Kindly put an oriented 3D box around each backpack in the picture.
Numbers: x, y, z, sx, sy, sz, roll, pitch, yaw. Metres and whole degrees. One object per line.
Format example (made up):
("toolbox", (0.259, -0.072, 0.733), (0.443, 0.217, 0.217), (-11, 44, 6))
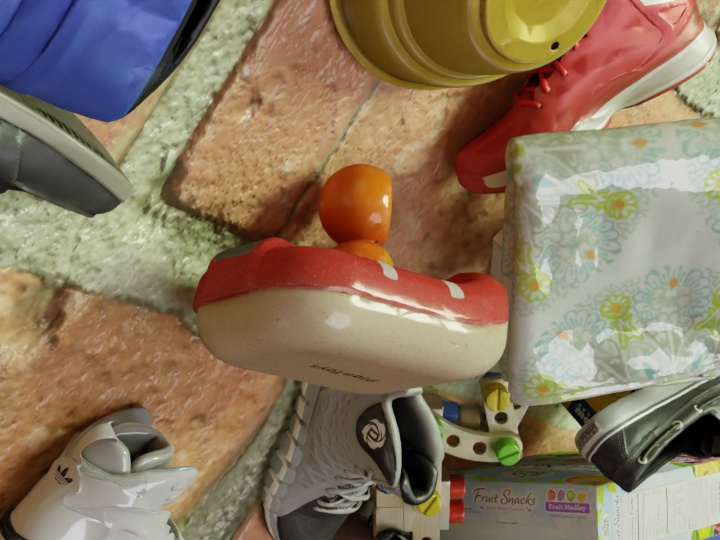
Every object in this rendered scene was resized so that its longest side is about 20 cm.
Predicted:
("backpack", (-0.127, -0.178, 0.699), (0.167, 0.163, 0.201), (19, 109, -23))

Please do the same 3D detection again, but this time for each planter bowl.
("planter bowl", (0.086, -0.177, 0.971), (0.199, 0.083, 0.202), (-19, 130, -24))

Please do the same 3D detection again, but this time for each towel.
("towel", (0.178, -0.005, 1.121), (0.170, 0.048, 0.201), (-8, 122, -11))

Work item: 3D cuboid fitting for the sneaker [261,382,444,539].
("sneaker", (-0.002, 0.143, 1.162), (0.075, 0.115, 0.201), (-17, 133, -38))

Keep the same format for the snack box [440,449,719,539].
("snack box", (0.175, 0.186, 1.349), (0.199, 0.168, 0.068), (-4, 91, -50))

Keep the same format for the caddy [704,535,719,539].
("caddy", (0.261, 0.265, 1.511), (0.105, 0.199, 0.142), (-47, 150, -35))

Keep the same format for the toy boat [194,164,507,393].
("toy boat", (0.000, 0.000, 1.032), (0.199, 0.130, 0.132), (15, 71, -38))

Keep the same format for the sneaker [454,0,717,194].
("sneaker", (0.130, -0.145, 1.112), (0.199, 0.078, 0.116), (-35, 118, -8))

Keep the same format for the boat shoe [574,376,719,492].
("boat shoe", (0.245, 0.109, 1.231), (0.199, 0.066, 0.070), (-16, 147, -39))

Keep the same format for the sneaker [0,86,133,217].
("sneaker", (-0.205, -0.053, 0.804), (0.106, 0.075, 0.200), (-51, 137, 8))

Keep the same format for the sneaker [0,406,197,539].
("sneaker", (-0.133, 0.158, 1.061), (0.115, 0.075, 0.200), (-53, 142, 8))

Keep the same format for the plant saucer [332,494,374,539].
("plant saucer", (-0.007, 0.265, 1.341), (0.200, 0.034, 0.201), (-29, 139, -29))

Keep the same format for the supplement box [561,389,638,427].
("supplement box", (0.235, 0.035, 1.303), (0.109, 0.109, 0.201), (-19, 148, -36))

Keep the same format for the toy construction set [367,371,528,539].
("toy construction set", (0.072, 0.166, 1.245), (0.130, 0.092, 0.202), (-2, 97, -4))

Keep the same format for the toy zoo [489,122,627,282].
("toy zoo", (0.144, -0.027, 1.208), (0.131, 0.020, 0.200), (-40, 160, -16))
